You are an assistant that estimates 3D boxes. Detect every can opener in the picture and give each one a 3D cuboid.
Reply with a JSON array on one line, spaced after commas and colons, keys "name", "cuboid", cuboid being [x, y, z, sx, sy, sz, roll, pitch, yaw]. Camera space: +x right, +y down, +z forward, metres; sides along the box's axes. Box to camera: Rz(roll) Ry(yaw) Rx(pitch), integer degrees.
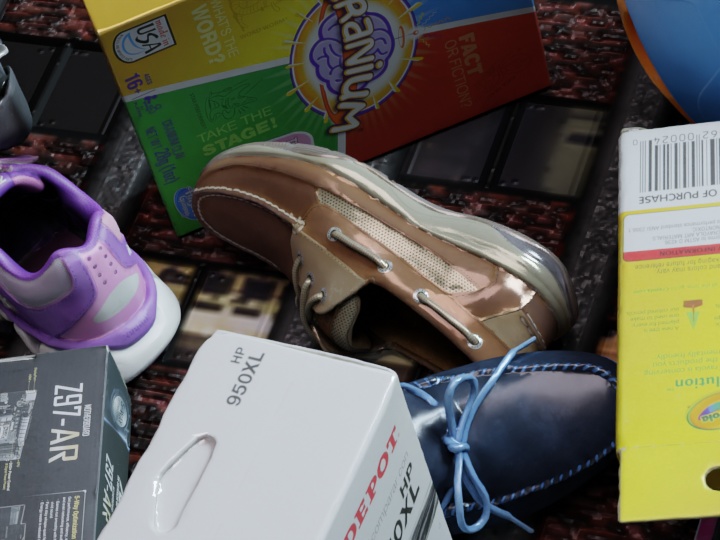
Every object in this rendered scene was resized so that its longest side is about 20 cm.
[{"name": "can opener", "cuboid": [-0.205, -0.097, 1.387, 0.053, 0.067, 0.200, -28, 17, -8]}]

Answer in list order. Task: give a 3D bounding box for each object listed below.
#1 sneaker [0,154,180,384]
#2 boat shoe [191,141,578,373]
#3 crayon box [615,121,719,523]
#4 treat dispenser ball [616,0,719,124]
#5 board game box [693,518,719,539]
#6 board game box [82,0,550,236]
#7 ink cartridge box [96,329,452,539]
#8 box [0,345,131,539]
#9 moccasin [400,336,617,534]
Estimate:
[{"name": "sneaker", "cuboid": [-0.174, -0.023, 1.330, 0.200, 0.089, 0.081, 27, 64, 32]}, {"name": "boat shoe", "cuboid": [0.000, 0.000, 1.276, 0.199, 0.076, 0.072, 20, 62, 29]}, {"name": "crayon box", "cuboid": [0.168, 0.027, 1.144, 0.126, 0.051, 0.201, -5, 51, 14]}, {"name": "treat dispenser ball", "cuboid": [0.211, -0.144, 1.249, 0.200, 0.201, 0.202, -7, 51, 9]}, {"name": "board game box", "cuboid": [0.218, 0.101, 1.145, 0.147, 0.064, 0.201, 8, 54, 21]}, {"name": "board game box", "cuboid": [-0.018, -0.112, 1.316, 0.199, 0.153, 0.040, -22, 52, -3]}, {"name": "ink cartridge box", "cuboid": [-0.028, 0.142, 1.087, 0.084, 0.200, 0.145, 11, 56, 23]}, {"name": "box", "cuboid": [-0.187, 0.133, 1.238, 0.159, 0.044, 0.201, -8, 51, 9]}, {"name": "moccasin", "cuboid": [0.022, 0.087, 1.194, 0.199, 0.068, 0.081, -20, 82, 8]}]
